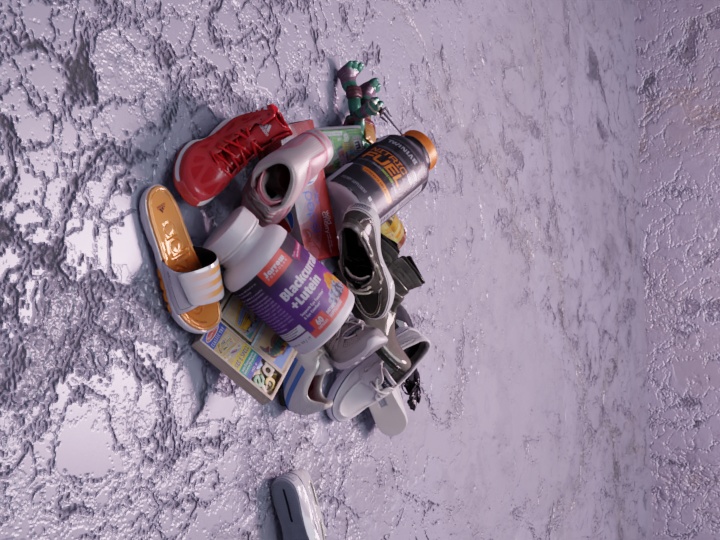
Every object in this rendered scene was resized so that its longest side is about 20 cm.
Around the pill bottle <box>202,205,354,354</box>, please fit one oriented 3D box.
[{"bbox_3d":[-0.113,0.010,1.450,0.200,0.111,0.112,43,46,-16],"label":"pill bottle"}]

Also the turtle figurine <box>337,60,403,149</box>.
[{"bbox_3d":[0.015,-0.236,1.756,0.150,0.100,0.201,65,10,-63],"label":"turtle figurine"}]

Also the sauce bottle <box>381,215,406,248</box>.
[{"bbox_3d":[0.011,-0.105,1.786,0.200,0.066,0.066,51,46,-48],"label":"sauce bottle"}]

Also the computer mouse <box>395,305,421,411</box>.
[{"bbox_3d":[0.075,0.127,1.850,0.139,0.052,0.201,-94,165,-71],"label":"computer mouse"}]

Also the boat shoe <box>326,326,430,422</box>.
[{"bbox_3d":[0.029,0.167,1.711,0.200,0.065,0.074,-47,119,-12],"label":"boat shoe"}]

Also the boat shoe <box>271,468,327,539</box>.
[{"bbox_3d":[-0.075,0.388,1.579,0.067,0.073,0.201,-18,102,-57],"label":"boat shoe"}]

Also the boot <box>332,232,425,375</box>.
[{"bbox_3d":[0.049,0.050,1.657,0.200,0.130,0.068,54,3,2],"label":"boot"}]

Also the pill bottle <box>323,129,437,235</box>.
[{"bbox_3d":[0.031,-0.136,1.622,0.200,0.106,0.107,-41,124,-35],"label":"pill bottle"}]

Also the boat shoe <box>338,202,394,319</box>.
[{"bbox_3d":[0.000,0.000,1.554,0.064,0.070,0.201,-62,148,-46],"label":"boat shoe"}]

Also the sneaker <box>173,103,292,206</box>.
[{"bbox_3d":[-0.163,-0.167,1.421,0.078,0.115,0.200,51,37,-21],"label":"sneaker"}]

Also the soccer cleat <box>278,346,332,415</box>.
[{"bbox_3d":[-0.080,0.113,1.584,0.070,0.086,0.201,-17,102,-59],"label":"soccer cleat"}]

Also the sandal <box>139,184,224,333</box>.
[{"bbox_3d":[-0.219,-0.012,1.369,0.079,0.059,0.207,-42,120,-46],"label":"sandal"}]

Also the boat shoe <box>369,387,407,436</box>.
[{"bbox_3d":[0.030,0.178,1.799,0.201,0.072,0.069,63,8,-18],"label":"boat shoe"}]

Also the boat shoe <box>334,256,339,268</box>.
[{"bbox_3d":[-0.002,-0.031,1.749,0.200,0.075,0.074,63,34,-36],"label":"boat shoe"}]

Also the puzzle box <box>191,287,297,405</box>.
[{"bbox_3d":[-0.138,0.070,1.495,0.133,0.025,0.200,41,47,-17],"label":"puzzle box"}]

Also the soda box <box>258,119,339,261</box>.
[{"bbox_3d":[-0.090,-0.110,1.547,0.070,0.063,0.201,-17,100,-40],"label":"soda box"}]

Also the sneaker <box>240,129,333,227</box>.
[{"bbox_3d":[-0.124,-0.107,1.447,0.075,0.200,0.105,47,43,-2],"label":"sneaker"}]

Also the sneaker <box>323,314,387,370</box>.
[{"bbox_3d":[-0.032,0.093,1.598,0.075,0.200,0.082,-33,104,-25],"label":"sneaker"}]

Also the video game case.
[{"bbox_3d":[-0.068,-0.123,1.621,0.199,0.022,0.183,-9,94,-40],"label":"video game case"}]
